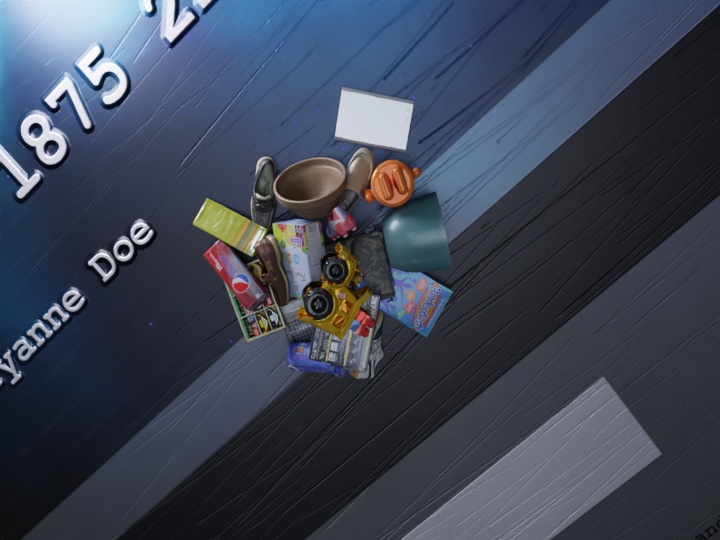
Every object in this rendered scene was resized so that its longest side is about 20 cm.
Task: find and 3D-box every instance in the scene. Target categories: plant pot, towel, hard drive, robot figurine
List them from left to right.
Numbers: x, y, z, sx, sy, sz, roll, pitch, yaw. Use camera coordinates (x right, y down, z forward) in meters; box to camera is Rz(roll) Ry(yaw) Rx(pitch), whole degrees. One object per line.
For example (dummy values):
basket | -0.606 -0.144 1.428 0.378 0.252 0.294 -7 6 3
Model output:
towel | -0.352 -0.118 1.669 0.195 0.018 0.088 27 74 8
plant pot | -0.124 -0.202 1.620 0.194 0.204 0.095 -12 132 3
towel | -0.122 0.159 1.765 0.194 0.035 0.199 -17 102 3
hard drive | 0.036 -0.400 1.643 0.193 0.026 0.137 10 103 -2
robot figurine | 0.079 -0.224 1.594 0.114 0.200 0.147 30 98 -3
plant pot | 0.142 -0.088 1.628 0.155 0.201 0.207 -12 103 6

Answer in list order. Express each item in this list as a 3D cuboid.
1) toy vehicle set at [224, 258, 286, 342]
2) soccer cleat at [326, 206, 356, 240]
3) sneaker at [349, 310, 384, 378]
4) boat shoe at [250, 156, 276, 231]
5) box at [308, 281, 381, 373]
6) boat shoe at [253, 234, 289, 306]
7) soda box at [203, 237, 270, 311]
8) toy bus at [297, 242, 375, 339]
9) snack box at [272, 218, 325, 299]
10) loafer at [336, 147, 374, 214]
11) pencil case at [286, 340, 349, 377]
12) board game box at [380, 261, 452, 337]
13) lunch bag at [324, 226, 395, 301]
toy vehicle set | -0.298 0.083 1.734 0.121 0.027 0.206 -21 93 6
soccer cleat | -0.060 -0.127 1.621 0.066 0.200 0.078 -34 99 -9
sneaker | 0.032 0.210 1.768 0.086 0.075 0.206 19 93 -36
boat shoe | -0.262 -0.200 1.666 0.069 0.066 0.208 6 104 -4
box | -0.040 0.143 1.583 0.155 0.049 0.208 11 95 7
boat shoe | -0.242 0.007 1.669 0.066 0.071 0.206 -24 116 -28
soda box | -0.335 0.013 1.679 0.070 0.063 0.201 -41 77 3
toy bus | -0.037 0.064 1.497 0.189 0.136 0.204 30 92 -10
snack box | -0.157 -0.030 1.653 0.066 0.166 0.207 -18 105 -33
loafer | -0.016 -0.228 1.659 0.074 0.068 0.205 21 102 -5
pencil case | -0.120 0.243 1.694 0.194 0.088 0.080 2 129 33
board game box | 0.140 0.070 1.740 0.196 0.045 0.155 29 101 -6
lunch bag | 0.000 0.000 1.664 0.162 0.139 0.207 -14 89 1
